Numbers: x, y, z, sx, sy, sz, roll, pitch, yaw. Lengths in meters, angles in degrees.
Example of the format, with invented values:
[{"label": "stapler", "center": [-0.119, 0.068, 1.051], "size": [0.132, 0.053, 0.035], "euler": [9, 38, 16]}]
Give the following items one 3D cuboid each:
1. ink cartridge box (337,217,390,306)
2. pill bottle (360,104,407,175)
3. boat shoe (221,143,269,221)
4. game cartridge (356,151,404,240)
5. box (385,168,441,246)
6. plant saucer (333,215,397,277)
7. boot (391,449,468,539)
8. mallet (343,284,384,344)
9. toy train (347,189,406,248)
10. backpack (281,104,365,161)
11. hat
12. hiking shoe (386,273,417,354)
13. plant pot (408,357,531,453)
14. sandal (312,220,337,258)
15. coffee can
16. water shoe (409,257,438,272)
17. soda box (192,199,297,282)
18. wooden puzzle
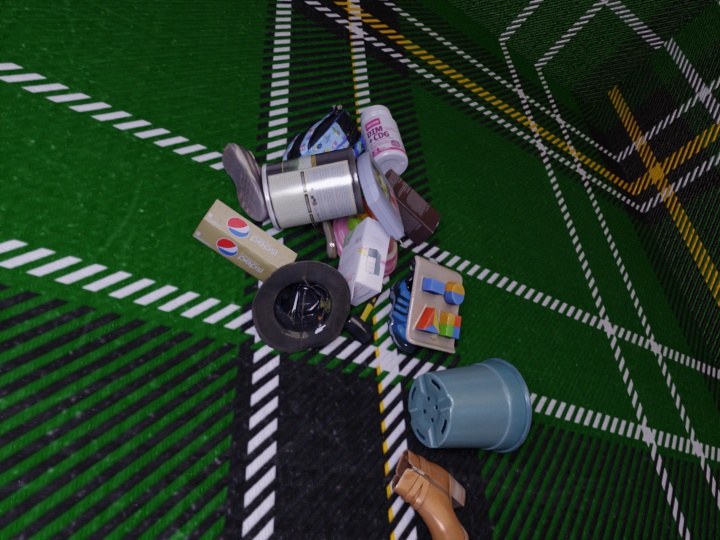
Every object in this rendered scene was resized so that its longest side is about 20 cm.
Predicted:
[{"label": "ink cartridge box", "center": [0.000, 0.000, 1.205], "size": [0.067, 0.117, 0.202], "euler": [22, 62, -21]}, {"label": "pill bottle", "center": [0.062, -0.374, 1.594], "size": [0.112, 0.113, 0.202], "euler": [11, 51, -35]}, {"label": "boat shoe", "center": [-0.237, -0.200, 1.220], "size": [0.073, 0.074, 0.202], "euler": [-9, 67, -45]}, {"label": "game cartridge", "center": [0.039, -0.172, 1.196], "size": [0.133, 0.041, 0.201], "euler": [48, 21, -36]}, {"label": "box", "center": [0.122, -0.175, 1.522], "size": [0.200, 0.075, 0.100], "euler": [41, 40, -6]}, {"label": "plant saucer", "center": [0.018, -0.077, 1.367], "size": [0.199, 0.051, 0.202], "euler": [24, 45, -26]}, {"label": "boot", "center": [0.123, 0.448, 1.029], "size": [0.154, 0.074, 0.201], "euler": [39, 29, -13]}, {"label": "mallet", "center": [0.026, 0.093, 1.253], "size": [0.066, 0.041, 0.200], "euler": [47, 36, -2]}, {"label": "toy train", "center": [0.019, -0.117, 1.304], "size": [0.115, 0.085, 0.201], "euler": [-29, 79, -38]}, {"label": "backpack", "center": [-0.097, -0.278, 1.323], "size": [0.135, 0.181, 0.201], "euler": [51, 35, -20]}, {"label": "hat", "center": [-0.123, 0.063, 1.094], "size": [0.199, 0.202, 0.081], "euler": [23, 5, -26]}, {"label": "hiking shoe", "center": [0.111, 0.095, 1.283], "size": [0.074, 0.087, 0.202], "euler": [20, 47, -28]}, {"label": "plant pot", "center": [0.218, 0.287, 1.160], "size": [0.194, 0.200, 0.202], "euler": [5, 55, -29]}, {"label": "sandal", "center": [-0.093, -0.116, 1.293], "size": [0.053, 0.081, 0.202], "euler": [-12, 63, 1]}, {"label": "coffee can", "center": [-0.100, -0.177, 1.194], "size": [0.197, 0.147, 0.148], "euler": [-11, 57, 1]}, {"label": "water shoe", "center": [0.165, 0.062, 1.390], "size": [0.078, 0.072, 0.202], "euler": [0, 58, -6]}, {"label": "soda box", "center": [-0.231, -0.050, 1.114], "size": [0.199, 0.064, 0.068], "euler": [35, 41, -14]}, {"label": "wooden puzzle", "center": [0.184, 0.081, 1.276], "size": [0.184, 0.046, 0.203], "euler": [19, 72, -44]}]
